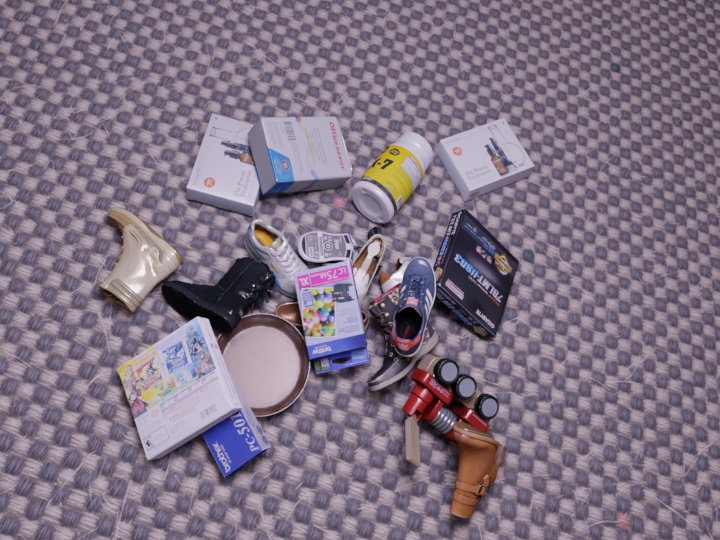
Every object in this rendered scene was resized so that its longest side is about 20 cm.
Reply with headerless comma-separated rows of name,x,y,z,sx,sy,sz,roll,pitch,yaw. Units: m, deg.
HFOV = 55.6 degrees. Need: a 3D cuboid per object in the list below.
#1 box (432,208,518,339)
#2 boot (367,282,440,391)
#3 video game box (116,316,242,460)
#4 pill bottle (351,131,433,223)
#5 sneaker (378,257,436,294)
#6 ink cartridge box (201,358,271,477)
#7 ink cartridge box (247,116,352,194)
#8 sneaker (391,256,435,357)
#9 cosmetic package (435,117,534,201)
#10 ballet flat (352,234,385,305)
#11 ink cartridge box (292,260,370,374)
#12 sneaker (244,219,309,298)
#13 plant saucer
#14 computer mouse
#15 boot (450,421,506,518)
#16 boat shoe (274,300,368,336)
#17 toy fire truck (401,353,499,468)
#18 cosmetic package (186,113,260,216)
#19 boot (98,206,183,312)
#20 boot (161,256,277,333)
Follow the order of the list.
box,0.245,0.008,1.471,0.199,0.049,0.201,40,57,-26
boot,0.060,0.133,1.382,0.199,0.073,0.152,-36,98,-28
video game box,-0.333,0.215,1.248,0.197,0.047,0.185,-30,74,12
pill bottle,0.076,-0.213,1.548,0.113,0.115,0.201,36,63,6
sneaker,0.130,-0.006,1.486,0.197,0.073,0.086,-24,75,-20
ink cartridge box,-0.255,0.266,1.268,0.093,0.044,0.202,-34,76,10
ink cartridge box,-0.131,-0.253,1.497,0.196,0.084,0.148,-10,79,-34
sneaker,0.104,0.061,1.326,0.073,0.085,0.205,4,69,12
cosmetic package,0.302,-0.272,1.660,0.196,0.052,0.153,-22,69,-20
ballet flat,0.000,0.000,1.403,0.066,0.063,0.202,27,51,-2
ink cartridge box,-0.056,0.092,1.334,0.116,0.042,0.205,-12,89,4
sneaker,-0.166,-0.021,1.425,0.199,0.081,0.077,42,62,7
plant saucer,-0.196,0.186,1.340,0.195,0.032,0.205,1,70,-3
computer mouse,-0.044,-0.046,1.487,0.195,0.044,0.112,2,70,-17
boot,0.199,0.374,1.259,0.073,0.199,0.157,21,78,42
boat shoe,-0.076,0.090,1.397,0.195,0.074,0.077,5,64,-10
toy fire truck,0.155,0.289,1.319,0.175,0.128,0.201,40,79,-15
cosmetic package,-0.283,-0.235,1.508,0.147,0.052,0.204,13,64,-3
boot,-0.473,-0.023,1.366,0.198,0.073,0.156,36,71,14
boot,-0.279,0.032,1.380,0.195,0.074,0.163,21,48,20
